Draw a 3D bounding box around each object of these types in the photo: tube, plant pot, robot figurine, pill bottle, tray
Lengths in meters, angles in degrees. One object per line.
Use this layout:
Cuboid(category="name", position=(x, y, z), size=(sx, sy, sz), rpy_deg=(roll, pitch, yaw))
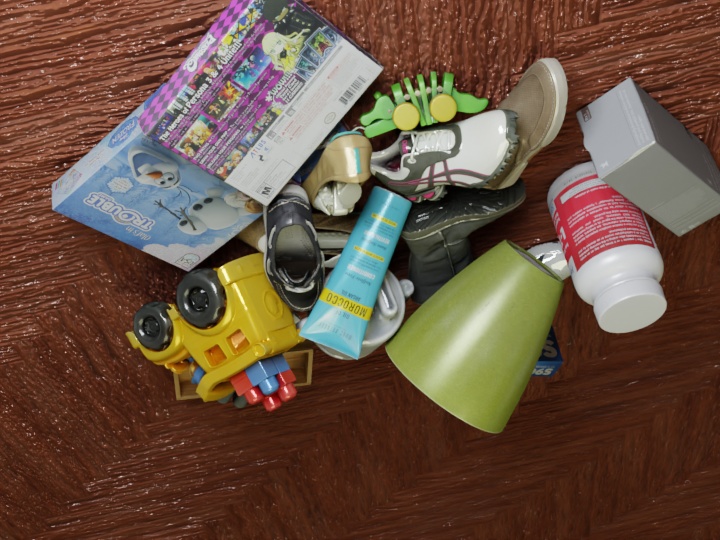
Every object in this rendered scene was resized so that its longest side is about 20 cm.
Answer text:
Cuboid(category="tube", position=(0.000, 0.000, 1.409), size=(0.077, 0.201, 0.050), rpy_deg=(23, 180, -1))
Cuboid(category="plant pot", position=(0.163, 0.069, 1.485), size=(0.187, 0.187, 0.201), rpy_deg=(25, 106, -41))
Cuboid(category="robot figurine", position=(-0.008, 0.053, 1.527), size=(0.168, 0.114, 0.200), rpy_deg=(-16, 170, -16))
Cuboid(category="pill bottle", position=(0.309, -0.028, 1.456), size=(0.111, 0.201, 0.113), rpy_deg=(-8, 145, -5))
Cuboid(category="tray", position=(-0.170, 0.137, 1.692), size=(0.198, 0.037, 0.099), rpy_deg=(-7, 145, -9))

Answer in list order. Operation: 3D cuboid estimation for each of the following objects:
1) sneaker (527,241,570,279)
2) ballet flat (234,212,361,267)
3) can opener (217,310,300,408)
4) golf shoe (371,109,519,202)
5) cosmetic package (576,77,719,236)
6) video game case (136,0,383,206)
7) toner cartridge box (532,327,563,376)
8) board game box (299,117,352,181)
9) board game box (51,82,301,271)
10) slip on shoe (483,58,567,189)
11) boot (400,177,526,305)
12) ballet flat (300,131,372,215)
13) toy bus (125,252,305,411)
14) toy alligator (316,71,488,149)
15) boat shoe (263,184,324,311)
Cuboid(category="sneaker", position=(0.228, 0.052, 1.607), size=(0.198, 0.130, 0.080), rpy_deg=(-22, 146, 14))
Cuboid(category="ballet flat", position=(-0.064, -0.036, 1.445), size=(0.198, 0.073, 0.068), rpy_deg=(3, 143, -20))
Cuboid(category="can opener", position=(-0.141, 0.110, 1.609), size=(0.052, 0.067, 0.201), rpy_deg=(17, 126, -20))
Cuboid(category="golf shoe", position=(0.092, -0.130, 1.317), size=(0.088, 0.078, 0.199), rpy_deg=(16, 154, -36))
Cuboid(category="cosmetic package", position=(0.353, -0.132, 1.407), size=(0.090, 0.107, 0.200), rpy_deg=(-31, 143, 27))
Cuboid(category="video game case", position=(-0.100, -0.181, 1.203), size=(0.200, 0.036, 0.181), rpy_deg=(-49, 135, 13))
Cuboid(category="toner cartridge box", position=(0.188, 0.103, 1.700), size=(0.198, 0.096, 0.043), rpy_deg=(2, 142, -20))
Cuboid(category="board game box", position=(-0.105, -0.130, 1.347), size=(0.199, 0.020, 0.103), rpy_deg=(-21, 143, 13))
Cuboid(category="board game box", position=(-0.205, -0.096, 1.310), size=(0.199, 0.044, 0.199), rpy_deg=(-34, 139, 29))
Cuboid(category="slip on shoe", position=(0.171, -0.162, 1.338), size=(0.060, 0.076, 0.200), rpy_deg=(-9, 155, -25))
Cuboid(category="boot", position=(0.134, -0.035, 1.510), size=(0.180, 0.073, 0.200), rpy_deg=(-16, 144, 6))
Cuboid(category="ballet flat", position=(-0.028, -0.094, 1.326), size=(0.068, 0.064, 0.200), rpy_deg=(-10, 167, -11))
Cuboid(category="toy bus", position=(-0.168, 0.098, 1.472), size=(0.199, 0.193, 0.135), rpy_deg=(-30, 174, 28))
Cuboid(category="toy alligator", position=(0.040, -0.182, 1.291), size=(0.198, 0.059, 0.055), rpy_deg=(-13, 102, 3))
Cuboid(category="boat shoe", position=(-0.075, -0.011, 1.367), size=(0.073, 0.061, 0.201), rpy_deg=(-8, 139, -7))
